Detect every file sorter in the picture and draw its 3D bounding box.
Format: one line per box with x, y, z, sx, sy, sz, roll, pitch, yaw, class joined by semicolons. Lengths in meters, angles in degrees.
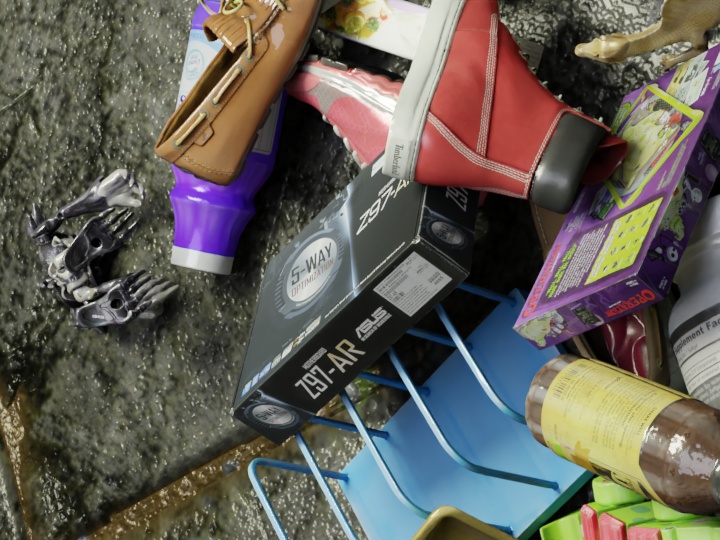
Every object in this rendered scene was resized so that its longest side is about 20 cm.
0.043;0.119;1.228;0.200;0.122;0.139;-48;52;21;file sorter

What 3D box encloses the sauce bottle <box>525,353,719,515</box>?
0.175;0.101;1.059;0.200;0.064;0.065;23;99;55;sauce bottle

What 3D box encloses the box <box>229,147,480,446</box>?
0.000;0.000;1.223;0.200;0.043;0.161;-43;22;34;box

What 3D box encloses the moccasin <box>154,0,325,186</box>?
-0.084;-0.163;1.327;0.202;0.077;0.074;-61;21;7;moccasin

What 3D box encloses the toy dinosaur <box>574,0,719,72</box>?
0.229;-0.174;1.149;0.200;0.101;0.058;-40;64;26;toy dinosaur

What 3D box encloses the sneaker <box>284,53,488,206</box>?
0.015;-0.095;1.314;0.199;0.074;0.087;23;101;36;sneaker

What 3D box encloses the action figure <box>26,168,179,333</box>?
-0.198;-0.008;1.441;0.120;0.102;0.200;68;167;-11;action figure

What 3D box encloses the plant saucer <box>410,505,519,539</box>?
0.071;0.248;1.191;0.200;0.199;0.049;-53;23;19;plant saucer

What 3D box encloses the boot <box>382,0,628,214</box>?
0.103;-0.116;1.181;0.143;0.201;0.073;13;137;4;boot

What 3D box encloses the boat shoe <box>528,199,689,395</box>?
0.157;0.003;1.203;0.074;0.066;0.201;-38;65;26;boat shoe

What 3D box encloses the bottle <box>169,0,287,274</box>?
-0.102;-0.099;1.402;0.083;0.065;0.202;13;93;36;bottle

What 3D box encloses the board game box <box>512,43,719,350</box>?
0.171;-0.049;1.130;0.120;0.032;0.201;-22;33;52;board game box

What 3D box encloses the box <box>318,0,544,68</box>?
0.037;-0.170;1.325;0.199;0.041;0.039;23;99;34;box

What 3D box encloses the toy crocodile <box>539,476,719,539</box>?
0.174;0.165;1.139;0.200;0.061;0.068;-179;78;-70;toy crocodile

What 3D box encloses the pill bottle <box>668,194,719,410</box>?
0.250;0.057;1.101;0.116;0.116;0.201;-27;69;30;pill bottle
